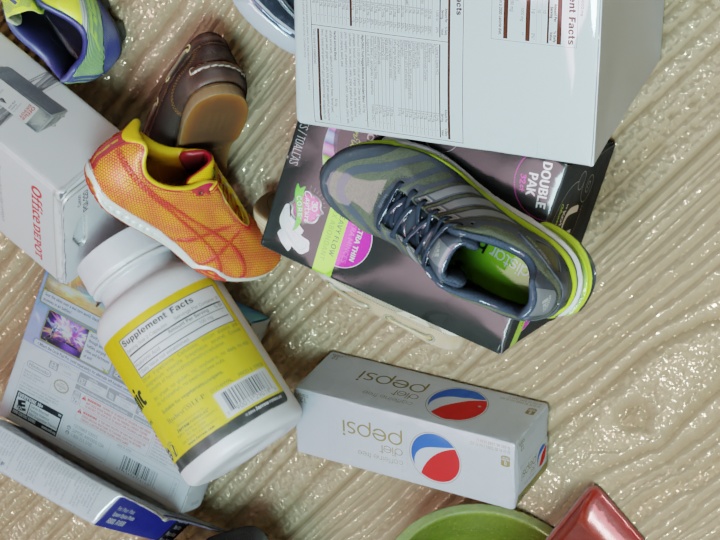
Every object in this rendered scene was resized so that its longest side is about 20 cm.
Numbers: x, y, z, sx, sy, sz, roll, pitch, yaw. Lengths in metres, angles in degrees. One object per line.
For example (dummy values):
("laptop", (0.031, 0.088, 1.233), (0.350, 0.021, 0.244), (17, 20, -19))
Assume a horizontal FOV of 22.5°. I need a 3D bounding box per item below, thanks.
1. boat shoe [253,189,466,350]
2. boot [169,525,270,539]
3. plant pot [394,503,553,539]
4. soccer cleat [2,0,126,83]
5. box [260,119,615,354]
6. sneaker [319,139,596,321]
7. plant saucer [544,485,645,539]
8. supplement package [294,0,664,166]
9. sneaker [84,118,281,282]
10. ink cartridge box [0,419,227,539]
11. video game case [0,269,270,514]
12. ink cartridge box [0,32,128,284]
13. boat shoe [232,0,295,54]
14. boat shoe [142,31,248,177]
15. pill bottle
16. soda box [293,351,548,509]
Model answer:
("boat shoe", (0.000, 0.000, 1.419), (0.199, 0.072, 0.065), (26, 132, 18))
("boot", (-0.112, 0.302, 1.620), (0.199, 0.073, 0.151), (-23, 125, 38))
("plant pot", (0.084, 0.327, 1.483), (0.200, 0.200, 0.190), (34, 139, 11))
("soccer cleat", (-0.268, -0.236, 1.446), (0.065, 0.084, 0.200), (-35, 94, 38))
("box", (0.056, -0.055, 1.302), (0.199, 0.124, 0.149), (24, 110, 18))
("sneaker", (0.057, -0.027, 1.193), (0.199, 0.081, 0.074), (26, 108, 18))
("plant saucer", (0.187, 0.298, 1.384), (0.200, 0.200, 0.037), (49, 139, -1))
("supplement package", (0.083, -0.182, 1.181), (0.199, 0.191, 0.148), (10, 120, 20))
("sneaker", (-0.123, -0.049, 1.415), (0.077, 0.200, 0.073), (-38, 49, 21))
("ink cartridge box", (-0.228, 0.198, 1.600), (0.199, 0.200, 0.041), (25, 84, 18))
("video game case", (-0.197, 0.083, 1.563), (0.199, 0.045, 0.182), (26, 105, 18))
("ink cartridge box", (-0.286, -0.104, 1.491), (0.200, 0.085, 0.146), (40, 153, 15))
("boat shoe", (-0.066, -0.256, 1.319), (0.091, 0.071, 0.201), (-30, 95, 43))
("boat shoe", (-0.139, -0.107, 1.453), (0.200, 0.070, 0.071), (-54, 46, 46))
("pill bottle", (-0.142, 0.062, 1.455), (0.111, 0.111, 0.201), (-40, 79, 39))
("soda box", (0.048, 0.127, 1.457), (0.199, 0.068, 0.064), (12, 120, 26))
